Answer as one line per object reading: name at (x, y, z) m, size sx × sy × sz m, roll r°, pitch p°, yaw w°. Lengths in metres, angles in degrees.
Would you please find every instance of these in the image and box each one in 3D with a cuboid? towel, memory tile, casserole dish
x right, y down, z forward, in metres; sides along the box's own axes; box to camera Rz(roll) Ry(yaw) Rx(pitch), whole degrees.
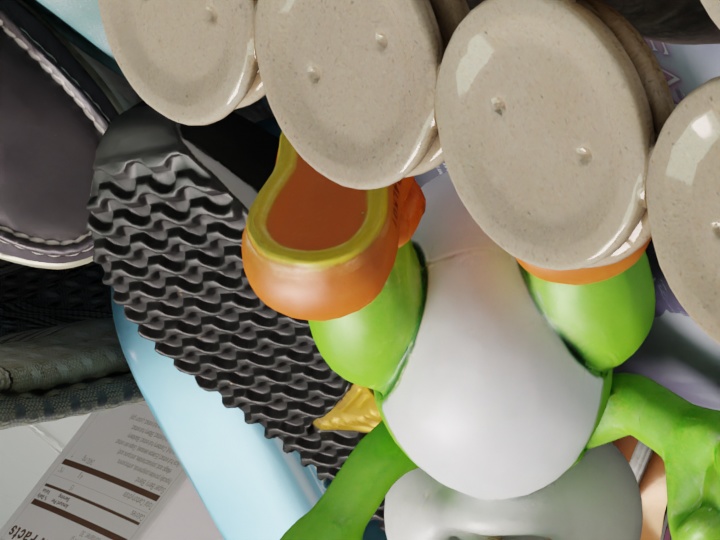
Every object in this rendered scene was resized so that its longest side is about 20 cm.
towel at (-0.120, 0.016, 0.833) m, size 0.192 × 0.035 × 0.200 m, roll 3°, pitch -171°, yaw 40°
memory tile at (0.021, -0.078, 0.441) m, size 0.200 × 0.017 × 0.154 m, roll 25°, pitch 122°, yaw 41°
casserole dish at (0.001, 0.042, 0.791) m, size 0.039 × 0.121 × 0.200 m, roll -12°, pitch 112°, yaw 44°

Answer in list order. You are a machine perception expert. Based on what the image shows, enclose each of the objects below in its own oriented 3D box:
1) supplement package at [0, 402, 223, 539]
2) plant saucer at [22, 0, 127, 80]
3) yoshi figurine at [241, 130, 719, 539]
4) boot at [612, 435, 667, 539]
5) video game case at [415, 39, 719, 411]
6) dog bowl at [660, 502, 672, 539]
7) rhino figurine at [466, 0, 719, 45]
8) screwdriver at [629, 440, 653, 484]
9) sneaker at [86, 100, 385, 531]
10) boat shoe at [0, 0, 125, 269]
supplement package at (-0.065, 0.122, 1.058) m, size 0.121 × 0.200 × 0.120 m, roll 43°, pitch 164°, yaw -26°
plant saucer at (-0.116, -0.106, 0.734) m, size 0.200 × 0.027 × 0.200 m, roll 35°, pitch 178°, yaw 1°
yoshi figurine at (0.032, 0.054, 0.608) m, size 0.112 × 0.112 × 0.200 m, roll 34°, pitch 152°, yaw 34°
boot at (0.151, 0.106, 0.771) m, size 0.200 × 0.074 × 0.155 m, roll 39°, pitch 161°, yaw -18°
video game case at (0.062, -0.025, 0.599) m, size 0.200 × 0.019 × 0.143 m, roll 14°, pitch 136°, yaw 58°
dog bowl at (0.160, 0.120, 0.647) m, size 0.200 × 0.074 × 0.200 m, roll 18°, pitch 142°, yaw 15°
rhino figurine at (0.038, -0.072, 0.482) m, size 0.200 × 0.060 × 0.088 m, roll 27°, pitch 125°, yaw 37°
screwdriver at (0.080, 0.036, 0.689) m, size 0.028 × 0.029 × 0.200 m, roll 44°, pitch 147°, yaw 20°
sneaker at (0.000, 0.000, 0.724) m, size 0.070 × 0.090 × 0.200 m, roll -7°, pitch 140°, yaw 39°
boat shoe at (-0.141, -0.068, 0.680) m, size 0.200 × 0.072 × 0.065 m, roll 42°, pitch -178°, yaw -9°
